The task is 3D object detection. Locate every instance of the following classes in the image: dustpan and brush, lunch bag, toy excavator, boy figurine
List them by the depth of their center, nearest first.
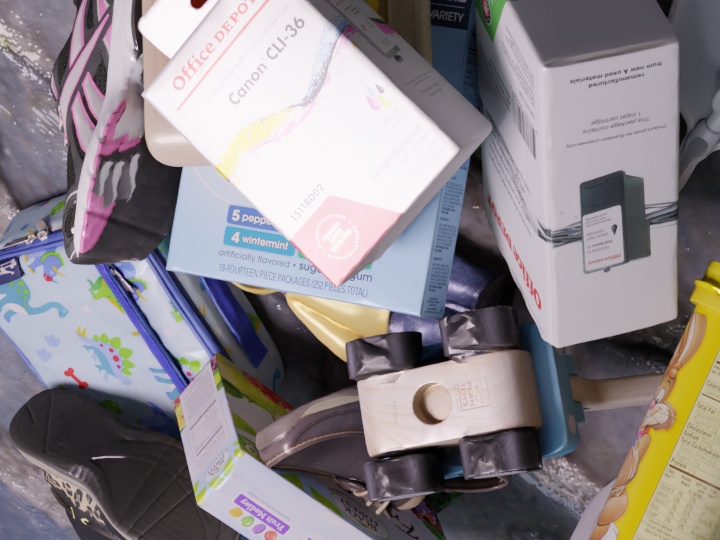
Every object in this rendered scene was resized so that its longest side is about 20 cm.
[{"bbox_3d":[0.216,-0.098,1.563,0.139,0.057,0.200,35,143,-3],"label":"dustpan and brush"},{"bbox_3d":[0.110,0.076,1.670,0.194,0.200,0.100,-13,82,23],"label":"toy excavator"},{"bbox_3d":[0.000,0.000,1.748,0.200,0.064,0.125,21,109,10],"label":"boy figurine"},{"bbox_3d":[-0.155,0.036,1.857,0.161,0.082,0.200,-14,120,32],"label":"lunch bag"}]

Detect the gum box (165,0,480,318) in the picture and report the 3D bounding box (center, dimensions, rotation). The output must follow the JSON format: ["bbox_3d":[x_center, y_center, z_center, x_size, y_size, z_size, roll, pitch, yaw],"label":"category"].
[{"bbox_3d":[-0.018,-0.084,1.633,0.170,0.045,0.200,11,91,21],"label":"gum box"}]

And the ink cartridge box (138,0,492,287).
[{"bbox_3d":[-0.039,-0.104,1.537,0.200,0.067,0.117,44,114,6],"label":"ink cartridge box"}]

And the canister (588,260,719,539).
[{"bbox_3d":[0.213,0.109,1.606,0.086,0.200,0.149,24,179,25],"label":"canister"}]

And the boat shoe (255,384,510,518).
[{"bbox_3d":[0.025,0.114,1.722,0.074,0.200,0.073,-37,63,47],"label":"boat shoe"}]

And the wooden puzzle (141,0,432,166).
[{"bbox_3d":[-0.048,-0.165,1.595,0.185,0.037,0.200,-3,92,22],"label":"wooden puzzle"}]

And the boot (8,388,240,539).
[{"bbox_3d":[-0.140,0.174,1.843,0.203,0.073,0.154,29,155,35],"label":"boot"}]

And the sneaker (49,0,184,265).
[{"bbox_3d":[-0.153,-0.095,1.674,0.086,0.200,0.080,-3,158,42],"label":"sneaker"}]

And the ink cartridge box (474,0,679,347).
[{"bbox_3d":[0.124,-0.079,1.561,0.083,0.147,0.200,-11,129,-9],"label":"ink cartridge box"}]

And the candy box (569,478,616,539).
[{"bbox_3d":[0.216,0.249,1.773,0.200,0.168,0.072,38,136,-6],"label":"candy box"}]

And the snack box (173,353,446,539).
[{"bbox_3d":[-0.026,0.153,1.781,0.200,0.142,0.053,36,105,-23],"label":"snack box"}]

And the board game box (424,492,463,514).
[{"bbox_3d":[0.045,0.107,1.849,0.105,0.023,0.200,38,134,-9],"label":"board game box"}]
